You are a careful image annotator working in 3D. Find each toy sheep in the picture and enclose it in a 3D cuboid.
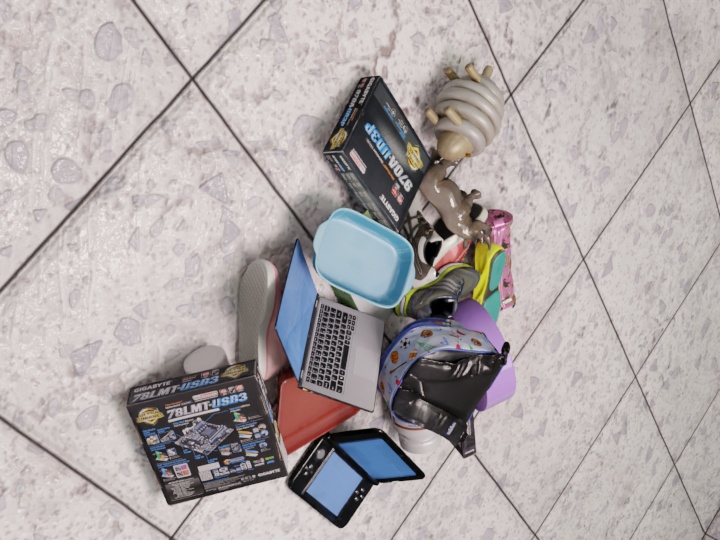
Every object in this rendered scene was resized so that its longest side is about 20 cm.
[{"bbox_3d":[0.186,-0.276,1.472,0.138,0.136,0.203,44,69,-43],"label":"toy sheep"}]

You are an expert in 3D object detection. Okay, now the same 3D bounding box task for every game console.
[{"bbox_3d":[-0.005,0.381,1.544,0.177,0.115,0.201,-52,132,-15],"label":"game console"}]

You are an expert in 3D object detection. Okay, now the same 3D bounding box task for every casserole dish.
[{"bbox_3d":[0.001,-0.018,1.356,0.197,0.039,0.124,25,78,-30],"label":"casserole dish"}]

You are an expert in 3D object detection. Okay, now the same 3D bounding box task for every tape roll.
[{"bbox_3d":[0.213,0.158,1.599,0.064,0.200,0.204,-21,121,-14],"label":"tape roll"}]

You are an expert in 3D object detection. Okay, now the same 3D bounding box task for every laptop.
[{"bbox_3d":[-0.041,0.085,1.319,0.196,0.190,0.117,20,135,-10],"label":"laptop"}]

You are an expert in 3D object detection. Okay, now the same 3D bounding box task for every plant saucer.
[{"bbox_3d":[-0.071,0.206,1.440,0.197,0.037,0.203,-25,140,-34],"label":"plant saucer"}]

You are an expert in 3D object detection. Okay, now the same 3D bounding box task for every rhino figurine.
[{"bbox_3d":[0.171,-0.114,1.508,0.087,0.059,0.201,-43,102,-31],"label":"rhino figurine"}]

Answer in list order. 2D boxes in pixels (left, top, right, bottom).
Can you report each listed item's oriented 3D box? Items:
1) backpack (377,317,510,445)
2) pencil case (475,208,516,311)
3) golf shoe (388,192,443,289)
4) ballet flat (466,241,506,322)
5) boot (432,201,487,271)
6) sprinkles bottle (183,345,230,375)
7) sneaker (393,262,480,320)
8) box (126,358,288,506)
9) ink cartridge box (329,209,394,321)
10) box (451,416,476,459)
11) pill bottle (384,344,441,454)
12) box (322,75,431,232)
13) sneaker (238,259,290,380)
[{"bbox_3d":[0.120,0.168,1.412,0.188,0.154,0.203,10,113,-39],"label":"backpack"},{"bbox_3d":[0.262,-0.019,1.663,0.082,0.085,0.204,-30,124,-38],"label":"pencil case"},{"bbox_3d":[0.102,-0.062,1.457,0.078,0.093,0.205,36,50,-54],"label":"golf shoe"},{"bbox_3d":[0.234,0.032,1.618,0.066,0.066,0.204,-30,135,-37],"label":"ballet flat"},{"bbox_3d":[0.176,-0.021,1.598,0.200,0.072,0.145,-43,131,-13],"label":"boot"},{"bbox_3d":[-0.213,0.215,1.322,0.068,0.068,0.204,-33,126,-29],"label":"sprinkles bottle"},{"bbox_3d":[0.150,0.048,1.510,0.198,0.080,0.075,-24,129,-37],"label":"sneaker"},{"bbox_3d":[-0.223,0.243,1.268,0.195,0.050,0.202,-14,119,0],"label":"box"},{"bbox_3d":[0.000,0.000,1.446,0.104,0.059,0.202,-45,130,-22],"label":"ink cartridge box"},{"bbox_3d":[0.171,0.238,1.636,0.035,0.143,0.204,-15,118,-17],"label":"box"},{"bbox_3d":[0.105,0.237,1.596,0.111,0.111,0.204,-26,122,-33],"label":"pill bottle"},{"bbox_3d":[0.032,-0.188,1.390,0.201,0.045,0.161,51,55,-41],"label":"box"},{"bbox_3d":[-0.134,0.073,1.341,0.103,0.075,0.205,-12,117,-41],"label":"sneaker"}]
